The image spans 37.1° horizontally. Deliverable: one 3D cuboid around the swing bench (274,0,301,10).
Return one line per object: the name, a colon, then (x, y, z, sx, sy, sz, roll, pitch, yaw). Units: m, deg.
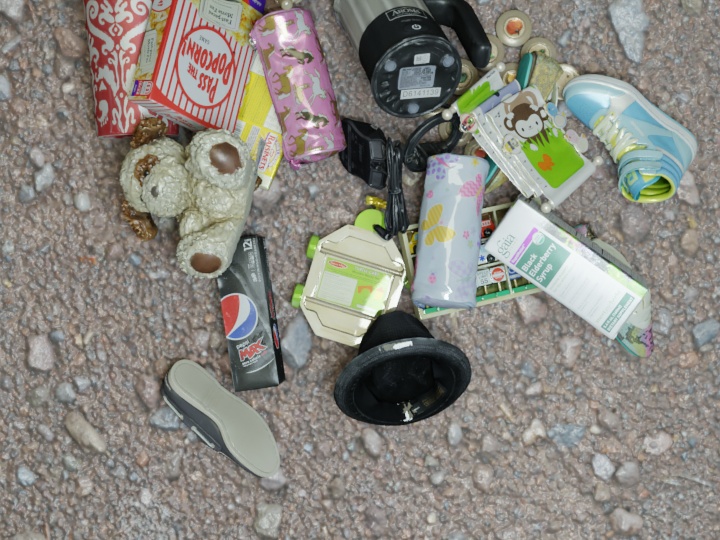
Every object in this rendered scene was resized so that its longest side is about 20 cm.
swing bench: (-0.047, -0.437, 1.379, 0.198, 0.200, 0.130, -29, 104, 2)

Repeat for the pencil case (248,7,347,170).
pencil case: (-0.081, -0.237, 1.403, 0.086, 0.083, 0.202, -15, 93, 25)

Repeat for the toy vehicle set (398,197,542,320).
toy vehicle set: (0.157, -0.016, 1.432, 0.198, 0.027, 0.125, -13, 89, -12)

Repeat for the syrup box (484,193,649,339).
syrup box: (0.261, -0.008, 1.366, 0.199, 0.081, 0.079, 36, 106, 5)

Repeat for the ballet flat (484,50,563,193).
ballet flat: (0.218, -0.189, 1.421, 0.070, 0.071, 0.201, 20, 91, 0)

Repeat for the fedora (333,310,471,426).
fedora: (0.048, 0.118, 1.394, 0.199, 0.201, 0.092, -13, 53, 0)

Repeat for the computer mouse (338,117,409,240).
computer mouse: (0.024, -0.119, 1.393, 0.046, 0.200, 0.142, -10, 110, -20)

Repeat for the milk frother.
milk frother: (0.057, -0.260, 1.399, 0.179, 0.189, 0.201, 7, 130, -25)

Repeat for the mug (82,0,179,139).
mug: (-0.276, -0.276, 1.408, 0.176, 0.133, 0.202, -1, 93, 2)

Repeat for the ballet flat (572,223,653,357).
ballet flat: (0.339, 0.024, 1.426, 0.201, 0.069, 0.071, 54, 133, 3)

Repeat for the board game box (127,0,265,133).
board game box: (-0.207, -0.287, 1.385, 0.046, 0.151, 0.202, 7, 81, 38)

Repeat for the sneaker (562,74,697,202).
sneaker: (0.342, -0.166, 1.397, 0.199, 0.080, 0.131, 29, 53, -1)

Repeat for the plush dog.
plush dog: (-0.224, -0.113, 1.372, 0.170, 0.161, 0.201, 15, 116, 3)

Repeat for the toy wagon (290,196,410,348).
toy wagon: (0.000, 0.000, 1.448, 0.154, 0.040, 0.202, 17, 89, 0)

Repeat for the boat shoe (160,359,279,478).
boat shoe: (-0.191, 0.206, 1.451, 0.200, 0.073, 0.063, 46, 133, -5)

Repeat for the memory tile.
memory tile: (0.186, -0.242, 1.458, 0.200, 0.017, 0.153, -41, 90, 0)

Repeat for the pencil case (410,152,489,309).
pencil case: (0.117, -0.049, 1.369, 0.083, 0.090, 0.202, 2, 84, 36)

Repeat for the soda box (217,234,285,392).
soda box: (-0.148, 0.056, 1.433, 0.063, 0.071, 0.202, -9, 89, 4)

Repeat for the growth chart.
growth chart: (0.210, -0.171, 1.360, 0.200, 0.018, 0.145, 44, 63, -6)

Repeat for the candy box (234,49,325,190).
candy box: (-0.132, -0.220, 1.455, 0.102, 0.026, 0.201, 23, 90, -3)
